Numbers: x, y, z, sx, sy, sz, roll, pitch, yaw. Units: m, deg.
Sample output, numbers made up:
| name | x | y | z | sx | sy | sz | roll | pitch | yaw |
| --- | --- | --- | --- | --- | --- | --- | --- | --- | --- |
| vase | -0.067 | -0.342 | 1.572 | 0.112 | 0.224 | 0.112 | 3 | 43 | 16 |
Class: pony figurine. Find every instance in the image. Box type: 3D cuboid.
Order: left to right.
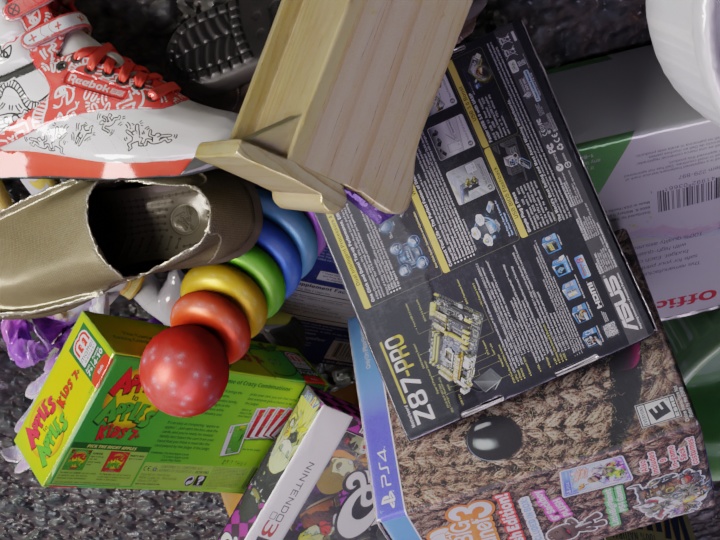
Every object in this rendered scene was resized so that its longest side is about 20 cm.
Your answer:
| name | x | y | z | sx | sy | sz | roll | pitch | yaw |
| --- | --- | --- | --- | --- | --- | --- | --- | --- | --- |
| pony figurine | -0.199 | 0.018 | 0.817 | 0.192 | 0.168 | 0.200 | -37 | 117 | 20 |

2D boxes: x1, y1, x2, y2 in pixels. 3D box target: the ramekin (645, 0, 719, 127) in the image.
| name | x | y | z | sx | sy | sz | roll | pitch | yaw |
| --- | --- | --- | --- | --- | --- | --- | --- | --- | --- |
| ramekin | 0.255 | -0.157 | 0.648 | 0.197 | 0.098 | 0.204 | -4 | 109 | -13 |

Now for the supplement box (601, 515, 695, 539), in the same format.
| name | x | y | z | sx | sy | sz | roll | pitch | yaw |
| --- | --- | --- | --- | --- | --- | --- | --- | --- | --- |
| supplement box | 0.170 | 0.230 | 1.040 | 0.133 | 0.203 | 0.199 | 15 | 140 | -38 |

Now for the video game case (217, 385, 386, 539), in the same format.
| name | x | y | z | sx | sy | sz | roll | pitch | yaw |
| --- | --- | --- | --- | --- | --- | --- | --- | --- | --- |
| video game case | -0.004 | 0.200 | 0.880 | 0.198 | 0.036 | 0.183 | 27 | 98 | -33 |

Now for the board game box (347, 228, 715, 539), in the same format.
| name | x | y | z | sx | sy | sz | roll | pitch | yaw |
| --- | --- | --- | --- | --- | --- | --- | --- | --- | --- |
| board game box | 0.105 | 0.089 | 0.759 | 0.197 | 0.161 | 0.097 | -19 | 137 | 9 |

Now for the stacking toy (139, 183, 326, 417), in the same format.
| name | x | y | z | sx | sy | sz | roll | pitch | yaw |
| --- | --- | --- | --- | --- | --- | --- | --- | --- | --- |
| stacking toy | -0.081 | 0.011 | 0.749 | 0.084 | 0.201 | 0.086 | 16 | 139 | 14 |

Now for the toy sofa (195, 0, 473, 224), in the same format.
| name | x | y | z | sx | sy | sz | roll | pitch | yaw |
| --- | --- | --- | --- | --- | --- | --- | --- | --- | --- |
| toy sofa | -0.003 | -0.129 | 0.618 | 0.096 | 0.203 | 0.083 | 22 | 176 | -24 |

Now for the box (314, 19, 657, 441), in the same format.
| name | x | y | z | sx | sy | sz | roll | pitch | yaw |
| --- | --- | --- | --- | --- | --- | --- | --- | --- | --- |
| box | 0.062 | -0.023 | 0.698 | 0.159 | 0.203 | 0.049 | -24 | 174 | 2 |

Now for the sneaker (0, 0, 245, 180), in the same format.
| name | x | y | z | sx | sy | sz | roll | pitch | yaw |
| --- | --- | --- | --- | --- | --- | --- | --- | --- | --- |
| sneaker | -0.154 | -0.110 | 0.670 | 0.198 | 0.067 | 0.110 | 1 | 103 | 18 |

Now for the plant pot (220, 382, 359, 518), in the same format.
| name | x | y | z | sx | sy | sz | roll | pitch | yaw |
| --- | --- | --- | --- | --- | --- | --- | --- | --- | --- |
| plant pot | 0.008 | 0.178 | 0.999 | 0.182 | 0.201 | 0.200 | -36 | 134 | 9 |

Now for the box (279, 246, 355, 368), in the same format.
| name | x | y | z | sx | sy | sz | roll | pitch | yaw |
| --- | --- | --- | --- | --- | --- | --- | --- | --- | --- |
| box | 0.000 | 0.000 | 0.896 | 0.119 | 0.033 | 0.201 | 11 | 136 | -20 |

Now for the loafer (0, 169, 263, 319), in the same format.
| name | x | y | z | sx | sy | sz | roll | pitch | yaw |
| --- | --- | --- | --- | --- | --- | --- | --- | --- | --- |
| loafer | -0.158 | -0.022 | 0.693 | 0.197 | 0.077 | 0.067 | -17 | 173 | 6 |

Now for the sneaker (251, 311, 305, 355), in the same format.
| name | x | y | z | sx | sy | sz | roll | pitch | yaw |
| --- | --- | --- | --- | --- | --- | --- | --- | --- | --- |
| sneaker | -0.136 | 0.065 | 0.908 | 0.197 | 0.091 | 0.079 | -20 | 135 | 11 |

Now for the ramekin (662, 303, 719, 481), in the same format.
| name | x | y | z | sx | sy | sz | roll | pitch | yaw |
| --- | --- | --- | --- | --- | --- | --- | --- | --- | --- |
| ramekin | 0.309 | 0.067 | 0.948 | 0.196 | 0.098 | 0.202 | -11 | 134 | -11 |

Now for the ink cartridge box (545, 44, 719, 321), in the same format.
| name | x | y | z | sx | sy | sz | roll | pitch | yaw |
| --- | --- | --- | --- | --- | --- | --- | --- | --- | --- |
| ink cartridge box | 0.184 | -0.050 | 0.824 | 0.143 | 0.088 | 0.201 | -13 | 138 | 7 |

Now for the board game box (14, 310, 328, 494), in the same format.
| name | x | y | z | sx | sy | sz | roll | pitch | yaw |
| --- | --- | --- | --- | --- | --- | --- | --- | --- | --- |
| board game box | -0.122 | 0.095 | 0.798 | 0.199 | 0.048 | 0.103 | 15 | 111 | -50 |

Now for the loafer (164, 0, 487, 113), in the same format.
| name | x | y | z | sx | sy | sz | roll | pitch | yaw |
| --- | --- | --- | --- | --- | --- | --- | --- | --- | --- |
| loafer | -0.018 | -0.141 | 0.711 | 0.197 | 0.074 | 0.071 | -12 | 152 | 12 |
